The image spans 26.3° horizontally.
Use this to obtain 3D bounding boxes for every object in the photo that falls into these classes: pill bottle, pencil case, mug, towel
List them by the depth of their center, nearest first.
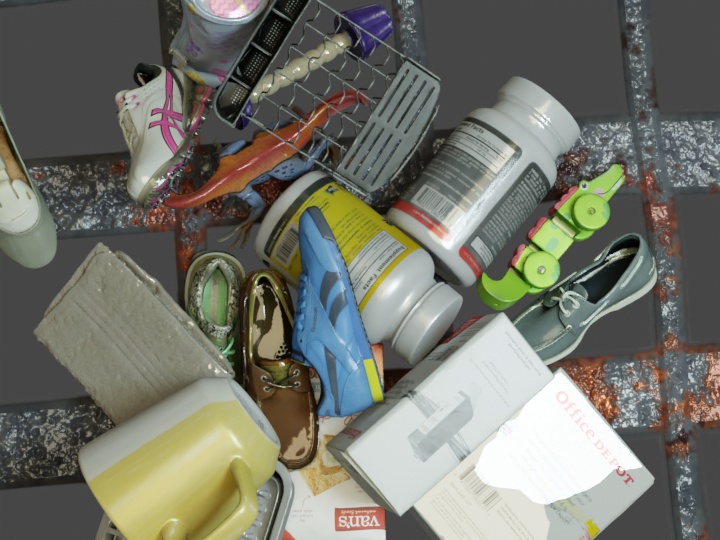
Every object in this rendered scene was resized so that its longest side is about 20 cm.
[{"bbox_3d":[-0.149,0.192,1.439,0.153,0.149,0.187,-38,64,1],"label":"mug"},{"bbox_3d":[-0.141,-0.251,1.538,0.090,0.200,0.084,3,77,-11],"label":"pencil case"},{"bbox_3d":[-0.228,0.080,1.539,0.200,0.034,0.133,46,108,15],"label":"towel"},{"bbox_3d":[0.000,0.000,1.542,0.200,0.112,0.113,39,83,14],"label":"pill bottle"},{"bbox_3d":[0.128,-0.092,1.578,0.116,0.116,0.200,40,82,1],"label":"pill bottle"}]

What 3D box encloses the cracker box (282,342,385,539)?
[{"bbox_3d":[-0.042,0.175,1.567,0.133,0.058,0.202,-1,85,-4],"label":"cracker box"}]

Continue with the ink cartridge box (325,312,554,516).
[{"bbox_3d":[0.072,0.137,1.480,0.200,0.144,0.084,-40,92,-9],"label":"ink cartridge box"}]

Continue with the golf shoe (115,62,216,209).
[{"bbox_3d":[-0.205,-0.131,1.500,0.092,0.200,0.073,26,124,-11],"label":"golf shoe"}]

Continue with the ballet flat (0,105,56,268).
[{"bbox_3d":[-0.370,-0.095,1.570,0.067,0.064,0.201,-24,86,-6],"label":"ballet flat"}]

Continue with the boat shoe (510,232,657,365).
[{"bbox_3d":[0.218,0.028,1.586,0.199,0.062,0.073,-32,51,-11],"label":"boat shoe"}]

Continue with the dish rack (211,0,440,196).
[{"bbox_3d":[-0.026,-0.169,1.483,0.199,0.055,0.154,31,99,-13],"label":"dish rack"}]

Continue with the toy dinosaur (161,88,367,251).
[{"bbox_3d":[-0.117,-0.118,1.554,0.181,0.200,0.105,-24,68,-37],"label":"toy dinosaur"}]

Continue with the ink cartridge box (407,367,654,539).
[{"bbox_3d":[0.159,0.214,1.531,0.200,0.145,0.147,-39,91,-7],"label":"ink cartridge box"}]

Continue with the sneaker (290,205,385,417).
[{"bbox_3d":[-0.038,0.042,1.456,0.078,0.066,0.201,-16,96,-1],"label":"sneaker"}]

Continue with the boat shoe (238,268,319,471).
[{"bbox_3d":[-0.085,0.099,1.510,0.071,0.068,0.201,-14,86,-7],"label":"boat shoe"}]

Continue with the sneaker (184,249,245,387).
[{"bbox_3d":[-0.149,0.075,1.554,0.076,0.089,0.202,-3,84,-4],"label":"sneaker"}]

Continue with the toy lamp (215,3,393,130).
[{"bbox_3d":[-0.054,-0.215,1.597,0.199,0.058,0.058,-34,87,-19],"label":"toy lamp"}]

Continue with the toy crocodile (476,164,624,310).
[{"bbox_3d":[0.200,-0.035,1.601,0.062,0.068,0.200,41,83,2],"label":"toy crocodile"}]

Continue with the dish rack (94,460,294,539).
[{"bbox_3d":[-0.160,0.252,1.524,0.199,0.044,0.173,14,81,29],"label":"dish rack"}]
